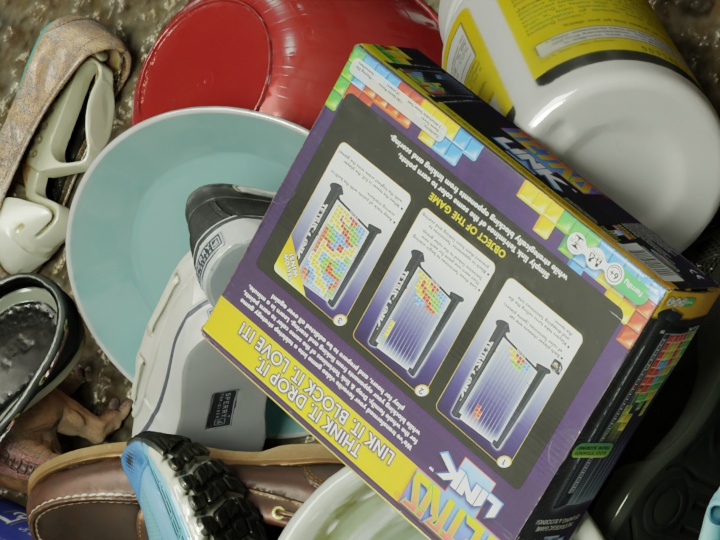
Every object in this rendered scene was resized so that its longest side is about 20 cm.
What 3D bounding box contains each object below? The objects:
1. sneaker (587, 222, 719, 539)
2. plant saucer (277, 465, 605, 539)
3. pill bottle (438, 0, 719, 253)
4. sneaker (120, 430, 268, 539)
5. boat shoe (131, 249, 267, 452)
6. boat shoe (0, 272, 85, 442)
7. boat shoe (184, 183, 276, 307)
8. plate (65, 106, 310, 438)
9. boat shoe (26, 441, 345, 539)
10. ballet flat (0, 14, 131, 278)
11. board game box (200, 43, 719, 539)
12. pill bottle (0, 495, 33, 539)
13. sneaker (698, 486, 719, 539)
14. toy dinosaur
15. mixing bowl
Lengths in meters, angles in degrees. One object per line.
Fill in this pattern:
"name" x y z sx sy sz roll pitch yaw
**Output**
"sneaker" 0.134 0.064 1.416 0.114 0.076 0.200 19 82 44
"plant saucer" 0.043 0.181 1.373 0.199 0.050 0.202 -5 78 26
"pill bottle" 0.103 -0.089 1.441 0.114 0.114 0.200 -46 28 16
"sneaker" -0.088 0.179 1.450 0.089 0.078 0.201 -19 83 17
"boat shoe" -0.090 0.059 1.539 0.200 0.072 0.066 104 151 -55
"boat shoe" -0.229 0.083 1.576 0.074 0.063 0.202 38 79 15
"boat shoe" -0.002 0.002 1.473 0.074 0.198 0.068 -60 34 31
"plate" -0.060 -0.001 1.551 0.199 0.201 0.026 -26 19 29
"boat shoe" -0.080 0.131 1.513 0.199 0.071 0.071 -4 50 9
"ballet flat" -0.191 -0.057 1.737 0.067 0.068 0.201 18 86 35
"board game box" 0.042 0.019 1.328 0.200 0.057 0.166 41 113 27
"pill bottle" -0.210 0.185 1.618 0.199 0.116 0.116 20 86 41
"sneaker" 0.204 0.103 1.335 0.074 0.082 0.201 23 88 41
"toy dinosaur" -0.211 0.081 1.647 0.200 0.135 0.086 32 94 42
"mixing bowl" -0.054 -0.087 1.607 0.199 0.108 0.201 -17 62 34
